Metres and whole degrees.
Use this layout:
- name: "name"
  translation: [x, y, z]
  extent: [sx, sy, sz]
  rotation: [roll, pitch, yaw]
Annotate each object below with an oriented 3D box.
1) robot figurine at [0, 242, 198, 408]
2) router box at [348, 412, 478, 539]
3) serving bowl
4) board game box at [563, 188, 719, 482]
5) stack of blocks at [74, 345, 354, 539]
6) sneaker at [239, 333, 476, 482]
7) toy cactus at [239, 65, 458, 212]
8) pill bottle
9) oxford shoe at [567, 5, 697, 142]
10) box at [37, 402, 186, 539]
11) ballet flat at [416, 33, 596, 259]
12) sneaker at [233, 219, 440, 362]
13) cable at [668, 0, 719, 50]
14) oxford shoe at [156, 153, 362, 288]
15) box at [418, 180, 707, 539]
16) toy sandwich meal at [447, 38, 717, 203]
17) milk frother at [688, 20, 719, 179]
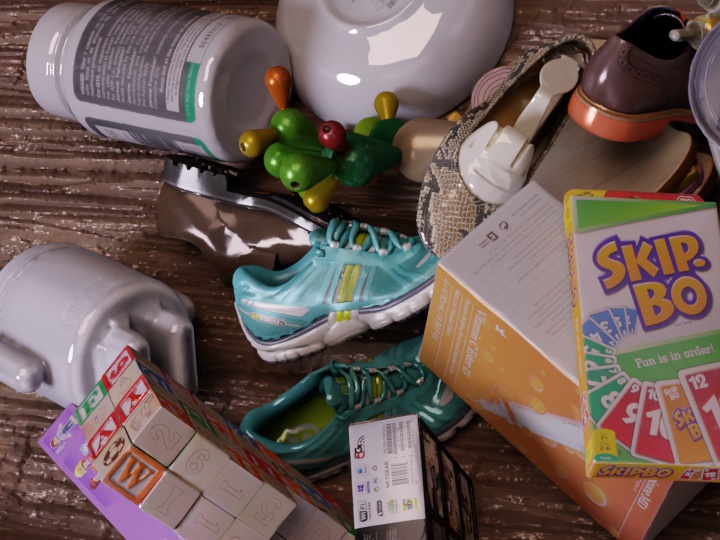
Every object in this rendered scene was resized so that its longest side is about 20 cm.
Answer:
- name: "robot figurine"
  translation: [-0.204, 0.045, 1.190]
  extent: [0.199, 0.169, 0.114]
  rotation: [20, 118, 41]
- name: "router box"
  translation: [0.041, 0.211, 1.015]
  extent: [0.051, 0.149, 0.202]
  rotation: [-11, 63, 15]
- name: "serving bowl"
  translation: [0.019, -0.212, 1.264]
  extent: [0.198, 0.066, 0.202]
  rotation: [-7, 65, 16]
- name: "board game box"
  translation: [0.176, 0.031, 0.962]
  extent: [0.094, 0.030, 0.202]
  rotation: [2, 55, -4]
- name: "stack of blocks"
  translation: [-0.084, 0.144, 1.039]
  extent: [0.059, 0.200, 0.115]
  rotation: [-50, 25, 1]
- name: "sneaker"
  translation: [0.007, 0.092, 1.122]
  extent: [0.199, 0.080, 0.078]
  rotation: [-27, 61, 6]
- name: "toy cactus"
  translation: [0.010, -0.094, 1.144]
  extent: [0.163, 0.200, 0.103]
  rotation: [-1, 92, 16]
- name: "pill bottle"
  translation: [-0.163, -0.156, 1.273]
  extent: [0.199, 0.113, 0.114]
  rotation: [14, 72, 31]
- name: "oxford shoe"
  translation: [0.221, -0.143, 1.094]
  extent: [0.071, 0.199, 0.073]
  rotation: [34, 125, 26]
- name: "box"
  translation: [-0.119, 0.181, 1.094]
  extent: [0.200, 0.137, 0.039]
  rotation: [40, 88, 29]
- name: "ballet flat"
  translation: [0.103, -0.094, 1.070]
  extent: [0.068, 0.075, 0.200]
  rotation: [39, 57, -5]
- name: "sneaker"
  translation: [0.000, 0.000, 1.119]
  extent: [0.199, 0.078, 0.080]
  rotation: [-22, 102, 16]
- name: "cable"
  translation: [0.294, -0.174, 1.067]
  extent: [0.097, 0.199, 0.050]
  rotation: [-55, 51, 29]
- name: "oxford shoe"
  translation: [-0.067, -0.022, 1.218]
  extent: [0.199, 0.073, 0.085]
  rotation: [19, 100, 22]
- name: "box"
  translation: [0.144, 0.062, 1.028]
  extent: [0.097, 0.125, 0.200]
  rotation: [-39, 67, -25]
- name: "toy sandwich meal"
  translation: [0.153, -0.091, 1.156]
  extent: [0.203, 0.070, 0.207]
  rotation: [-8, 64, 17]
- name: "milk frother"
  translation: [0.328, -0.071, 1.013]
  extent: [0.199, 0.188, 0.182]
  rotation: [-23, 65, 11]
